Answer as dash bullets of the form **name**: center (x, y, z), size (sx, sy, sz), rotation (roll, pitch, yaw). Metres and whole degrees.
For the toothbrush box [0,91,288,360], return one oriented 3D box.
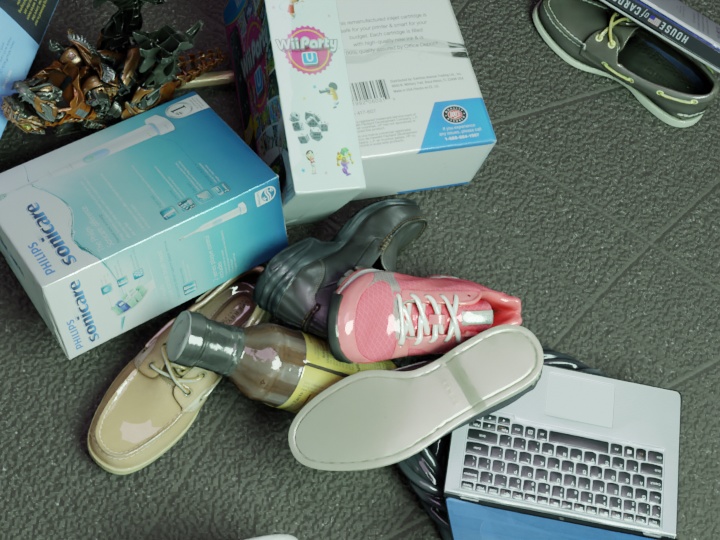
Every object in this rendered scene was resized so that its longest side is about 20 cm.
- **toothbrush box**: center (-0.180, -0.042, 0.855), size (0.200, 0.085, 0.146), rotation (-28, 50, -22)

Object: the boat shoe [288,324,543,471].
- **boat shoe**: center (0.044, 0.104, 0.807), size (0.200, 0.063, 0.073), rotation (-23, 69, -2)

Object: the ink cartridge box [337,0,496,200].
- **ink cartridge box**: center (0.020, -0.176, 0.981), size (0.146, 0.084, 0.200), rotation (-9, 68, -15)

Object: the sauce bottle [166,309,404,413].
- **sauce bottle**: center (-0.052, 0.077, 0.831), size (0.200, 0.065, 0.065), rotation (22, 62, -28)

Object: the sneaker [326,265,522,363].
- **sneaker**: center (0.055, 0.031, 0.829), size (0.200, 0.087, 0.074), rotation (-6, 94, -51)

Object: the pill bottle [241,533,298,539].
- **pill bottle**: center (-0.075, 0.296, 0.741), size (0.114, 0.114, 0.200), rotation (-9, 69, -15)

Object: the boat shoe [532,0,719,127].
- **boat shoe**: center (0.264, -0.221, 1.060), size (0.201, 0.061, 0.072), rotation (35, 75, 6)

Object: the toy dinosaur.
- **toy dinosaur**: center (-0.199, -0.170, 0.886), size (0.102, 0.136, 0.200), rotation (37, 42, 3)

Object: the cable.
- **cable**: center (0.125, 0.137, 0.893), size (0.200, 0.051, 0.163), rotation (-30, 71, -18)

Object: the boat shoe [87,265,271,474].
- **boat shoe**: center (-0.143, 0.072, 0.851), size (0.071, 0.065, 0.200), rotation (35, 65, 5)

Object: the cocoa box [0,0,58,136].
- **cocoa box**: center (-0.356, -0.177, 0.854), size (0.133, 0.131, 0.200), rotation (-3, 60, 31)

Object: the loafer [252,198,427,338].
- **loafer**: center (0.000, 0.000, 0.886), size (0.072, 0.073, 0.200), rotation (40, 44, 18)

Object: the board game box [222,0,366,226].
- **board game box**: center (-0.058, -0.148, 0.891), size (0.064, 0.148, 0.200), rotation (-7, 83, -18)

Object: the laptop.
- **laptop**: center (0.165, 0.147, 0.799), size (0.187, 0.116, 0.200), rotation (12, 63, -1)

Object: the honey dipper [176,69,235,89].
- **honey dipper**: center (-0.166, -0.171, 0.972), size (0.200, 0.038, 0.038), rotation (-9, 69, -10)

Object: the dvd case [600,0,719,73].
- **dvd case**: center (0.287, -0.263, 1.061), size (0.200, 0.025, 0.150), rotation (33, 27, 4)
